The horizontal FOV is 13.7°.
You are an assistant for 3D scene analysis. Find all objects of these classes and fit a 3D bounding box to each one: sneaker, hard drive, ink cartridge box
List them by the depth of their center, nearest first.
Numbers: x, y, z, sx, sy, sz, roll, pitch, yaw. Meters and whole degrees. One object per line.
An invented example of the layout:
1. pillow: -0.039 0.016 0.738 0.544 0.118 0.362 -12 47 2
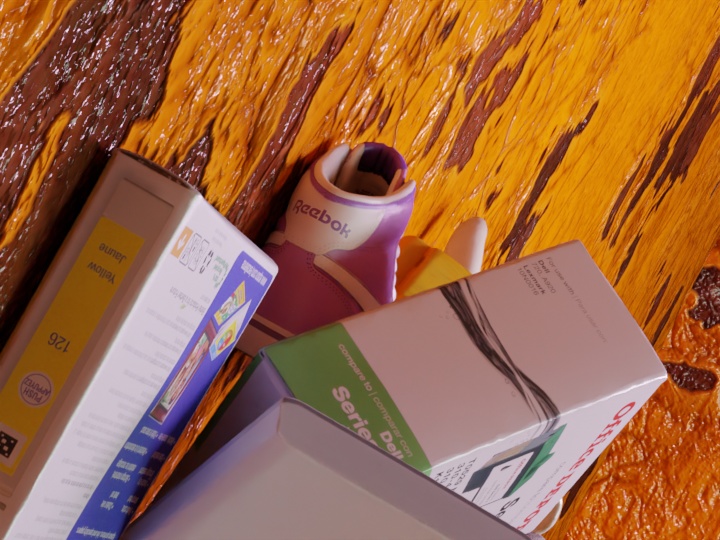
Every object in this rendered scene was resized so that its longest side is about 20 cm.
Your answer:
1. ink cartridge box: -0.108 0.063 1.142 0.201 0.047 0.198 -59 171 -3
2. hard drive: -0.037 0.136 1.251 0.200 0.132 0.027 -40 -152 41
3. ink cartridge box: 0.021 0.078 1.342 0.199 0.085 0.146 -18 156 -39
4. sneaker: 0.001 0.000 1.411 0.115 0.072 0.200 -64 169 -1

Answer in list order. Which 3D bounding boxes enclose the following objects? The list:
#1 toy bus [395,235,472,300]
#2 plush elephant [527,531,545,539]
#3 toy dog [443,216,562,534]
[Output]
1. toy bus: 0.000 0.078 1.544 0.201 0.065 0.078 -57 -162 -17
2. plush elephant: 0.028 0.225 1.397 0.200 0.164 0.156 -113 -167 -78
3. toy dog: 0.069 0.062 1.791 0.200 0.139 0.195 -23 105 -70
